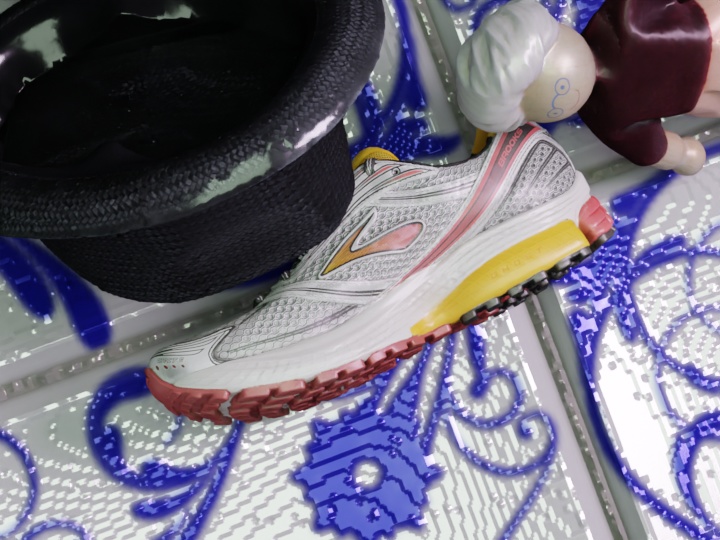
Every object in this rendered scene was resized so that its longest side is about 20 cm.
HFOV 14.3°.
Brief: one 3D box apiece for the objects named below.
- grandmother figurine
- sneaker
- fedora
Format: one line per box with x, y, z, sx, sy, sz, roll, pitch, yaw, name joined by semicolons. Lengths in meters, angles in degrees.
0.132;-0.087;1.156;0.199;0.061;0.122;-6;117;-19;grandmother figurine
0.000;0.000;1.160;0.200;0.078;0.082;-28;84;-17;sneaker
-0.073;-0.048;1.122;0.200;0.201;0.092;-31;128;-8;fedora
